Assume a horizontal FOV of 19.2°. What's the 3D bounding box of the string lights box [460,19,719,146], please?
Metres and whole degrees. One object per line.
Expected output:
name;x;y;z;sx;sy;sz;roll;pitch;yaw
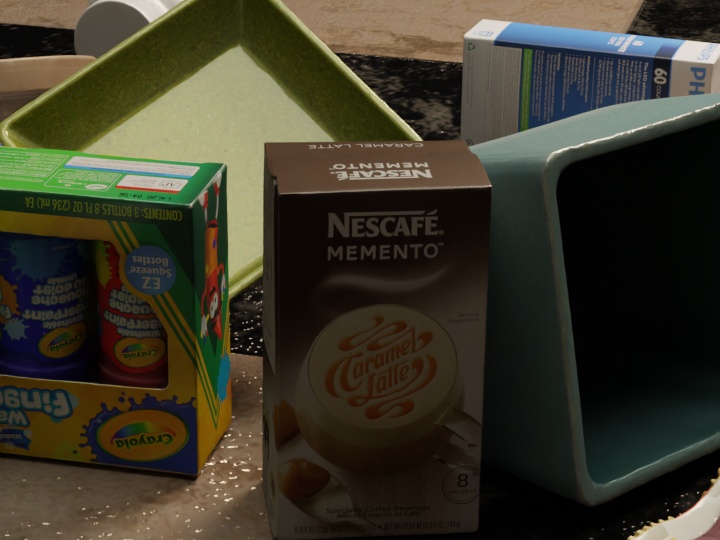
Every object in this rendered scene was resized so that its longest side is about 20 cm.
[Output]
string lights box;0.182;-0.133;1.686;0.200;0.103;0.059;8;23;17

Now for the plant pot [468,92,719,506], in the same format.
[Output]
plant pot;0.115;0.004;1.255;0.196;0.197;0.200;-18;16;-39

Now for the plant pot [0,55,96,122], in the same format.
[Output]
plant pot;-0.288;-0.101;1.571;0.200;0.093;0.201;-8;2;0

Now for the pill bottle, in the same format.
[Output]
pill bottle;-0.175;-0.225;1.887;0.111;0.112;0.200;8;23;17

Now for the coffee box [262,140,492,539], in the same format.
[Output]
coffee box;0.005;0.037;1.139;0.114;0.200;0.080;-2;22;-6

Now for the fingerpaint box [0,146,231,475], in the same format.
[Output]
fingerpaint box;-0.179;0.020;1.219;0.200;0.167;0.073;6;24;12

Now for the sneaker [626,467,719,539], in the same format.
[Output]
sneaker;0.203;0.146;1.063;0.090;0.075;0.200;26;39;31

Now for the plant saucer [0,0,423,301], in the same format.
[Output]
plant saucer;-0.092;-0.069;1.337;0.200;0.048;0.200;-36;62;-15
